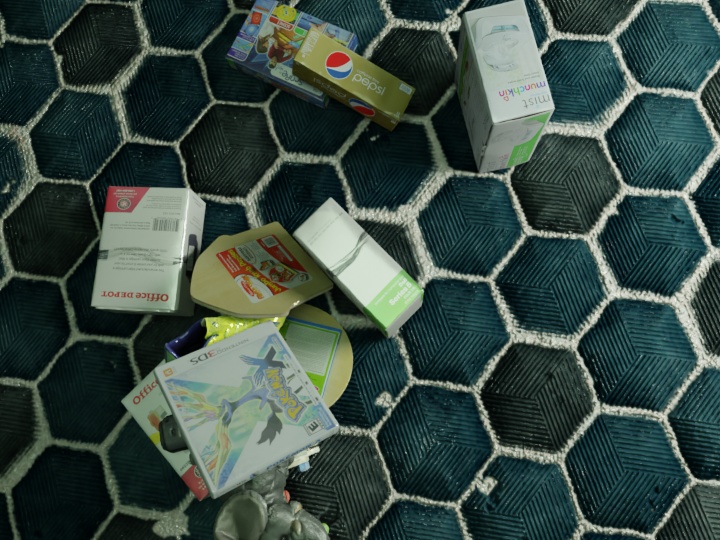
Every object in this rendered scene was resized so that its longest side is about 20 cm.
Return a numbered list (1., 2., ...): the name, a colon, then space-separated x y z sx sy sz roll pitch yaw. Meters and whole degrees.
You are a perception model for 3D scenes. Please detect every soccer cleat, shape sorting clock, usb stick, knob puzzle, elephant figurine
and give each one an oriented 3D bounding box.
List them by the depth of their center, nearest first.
1. elephant figurine: -0.130 0.321 0.819 0.140 0.155 0.203 3 63 -35
2. usb stick: -0.197 0.216 0.886 0.197 0.033 0.056 -16 81 7
3. soccer cleat: -0.195 0.091 0.907 0.199 0.084 0.065 -30 47 -20
4. knob puzzle: -0.170 0.013 0.949 0.216 0.031 0.221 6 42 -5
5. shape sorting clock: -0.110 0.139 0.955 0.197 0.039 0.202 3 52 -4

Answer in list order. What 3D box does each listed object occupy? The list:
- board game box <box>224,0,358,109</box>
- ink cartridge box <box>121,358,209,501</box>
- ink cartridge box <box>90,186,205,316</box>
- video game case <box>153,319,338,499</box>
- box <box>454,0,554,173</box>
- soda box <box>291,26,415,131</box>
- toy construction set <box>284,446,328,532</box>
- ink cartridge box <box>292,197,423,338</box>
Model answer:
1. board game box: -0.121 -0.387 1.081 0.198 0.034 0.137 27 84 9
2. ink cartridge box: -0.249 0.227 0.956 0.145 0.083 0.200 -43 79 -4
3. ink cartridge box: -0.346 -0.029 1.011 0.142 0.084 0.203 2 79 6
4. video game case: -0.155 0.173 0.819 0.181 0.022 0.200 -22 55 -26
5. box: 0.212 -0.274 0.947 0.095 0.200 0.179 -13 78 2
6. soda box: -0.013 -0.314 1.016 0.198 0.068 0.065 29 83 -7
7. toy construction set: -0.107 0.354 0.916 0.130 0.092 0.203 -18 69 27
8. ink cartridge box: 0.000 0.000 0.943 0.084 0.146 0.200 -43 79 -4
